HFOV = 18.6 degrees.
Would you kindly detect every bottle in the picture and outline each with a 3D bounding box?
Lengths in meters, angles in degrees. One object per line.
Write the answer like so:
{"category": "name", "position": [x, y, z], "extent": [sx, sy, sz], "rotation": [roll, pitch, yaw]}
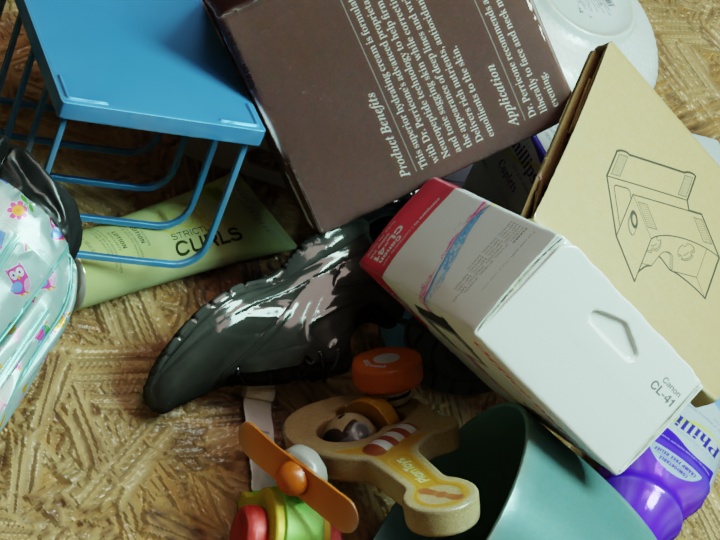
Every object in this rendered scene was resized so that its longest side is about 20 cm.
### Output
{"category": "bottle", "position": [0.217, 0.142, 1.608], "extent": [0.084, 0.065, 0.200], "rotation": [36, 44, -3]}

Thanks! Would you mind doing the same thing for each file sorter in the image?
{"category": "file sorter", "position": [-0.171, -0.109, 1.486], "extent": [0.139, 0.123, 0.200], "rotation": [6, 33, -26]}

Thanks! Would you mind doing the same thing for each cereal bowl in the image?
{"category": "cereal bowl", "position": [0.169, -0.206, 1.847], "extent": [0.200, 0.083, 0.200], "rotation": [17, 48, -19]}

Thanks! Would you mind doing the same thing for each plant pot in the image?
{"category": "plant pot", "position": [0.107, 0.210, 1.399], "extent": [0.161, 0.201, 0.201], "rotation": [35, 44, -12]}

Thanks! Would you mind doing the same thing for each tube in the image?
{"category": "tube", "position": [-0.135, -0.022, 1.534], "extent": [0.200, 0.052, 0.058], "rotation": [-19, 105, -45]}

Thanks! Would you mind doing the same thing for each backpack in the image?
{"category": "backpack", "position": [-0.256, 0.036, 1.339], "extent": [0.127, 0.167, 0.200], "rotation": [35, 50, -10]}

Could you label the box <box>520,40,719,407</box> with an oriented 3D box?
{"category": "box", "position": [0.197, -0.030, 1.477], "extent": [0.200, 0.021, 0.164], "rotation": [45, 51, -27]}

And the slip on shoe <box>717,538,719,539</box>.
{"category": "slip on shoe", "position": [0.289, 0.220, 1.594], "extent": [0.200, 0.061, 0.076], "rotation": [-20, 68, -41]}

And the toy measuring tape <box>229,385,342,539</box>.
{"category": "toy measuring tape", "position": [-0.051, 0.143, 1.437], "extent": [0.074, 0.074, 0.200], "rotation": [13, 50, -24]}

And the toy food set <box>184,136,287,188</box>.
{"category": "toy food set", "position": [-0.050, -0.142, 1.684], "extent": [0.143, 0.060, 0.200], "rotation": [17, 45, -8]}

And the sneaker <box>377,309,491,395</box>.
{"category": "sneaker", "position": [0.094, 0.047, 1.615], "extent": [0.200, 0.073, 0.082], "rotation": [18, 37, -31]}

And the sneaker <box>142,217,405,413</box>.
{"category": "sneaker", "position": [-0.055, 0.045, 1.481], "extent": [0.200, 0.076, 0.091], "rotation": [-33, 83, -17]}

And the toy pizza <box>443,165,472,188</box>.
{"category": "toy pizza", "position": [0.096, -0.056, 1.717], "extent": [0.200, 0.032, 0.200], "rotation": [17, 47, -19]}

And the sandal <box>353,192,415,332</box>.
{"category": "sandal", "position": [0.000, 0.001, 1.568], "extent": [0.075, 0.048, 0.200], "rotation": [45, 57, -13]}

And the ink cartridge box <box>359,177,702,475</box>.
{"category": "ink cartridge box", "position": [0.104, 0.031, 1.397], "extent": [0.148, 0.086, 0.200], "rotation": [44, -3, -23]}

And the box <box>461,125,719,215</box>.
{"category": "box", "position": [0.200, -0.020, 1.627], "extent": [0.200, 0.105, 0.184], "rotation": [10, 36, -29]}

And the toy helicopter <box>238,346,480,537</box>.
{"category": "toy helicopter", "position": [0.008, 0.121, 1.379], "extent": [0.132, 0.079, 0.200], "rotation": [-13, 21, -21]}

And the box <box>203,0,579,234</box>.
{"category": "box", "position": [0.017, -0.152, 1.520], "extent": [0.200, 0.164, 0.166], "rotation": [-24, 105, -2]}
